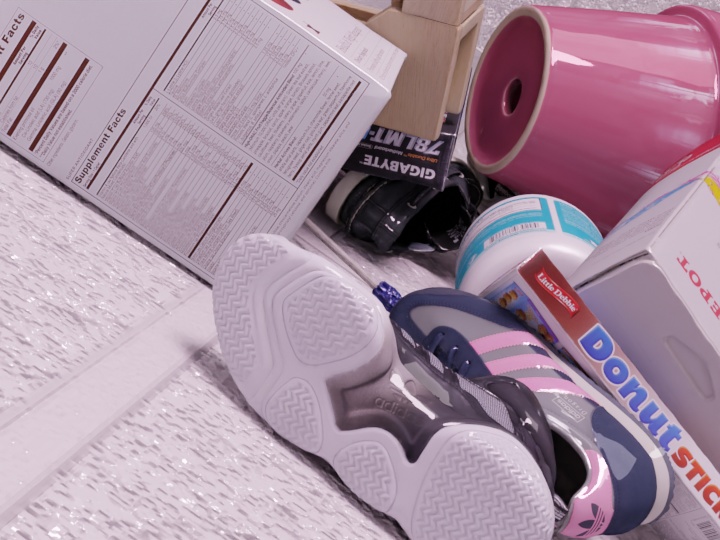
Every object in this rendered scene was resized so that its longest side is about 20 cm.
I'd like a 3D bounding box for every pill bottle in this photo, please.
[{"bbox_3d":[0.119,0.012,1.066,0.111,0.111,0.200,34,14,-4],"label":"pill bottle"}]

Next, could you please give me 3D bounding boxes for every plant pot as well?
[{"bbox_3d":[0.185,-0.113,1.174,0.178,0.201,0.200,14,20,-21],"label":"plant pot"}]

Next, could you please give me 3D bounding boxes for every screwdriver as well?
[{"bbox_3d":[0.000,0.000,0.993,0.200,0.028,0.029,44,-12,25],"label":"screwdriver"}]

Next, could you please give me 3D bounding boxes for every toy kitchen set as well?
[{"bbox_3d":[-0.008,-0.212,1.059,0.199,0.181,0.163,16,24,10],"label":"toy kitchen set"}]

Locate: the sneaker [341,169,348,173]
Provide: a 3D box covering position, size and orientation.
[{"bbox_3d":[-0.016,-0.118,1.281,0.088,0.082,0.200,2,34,-15],"label":"sneaker"}]

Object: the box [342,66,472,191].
[{"bbox_3d":[-0.022,-0.129,1.152,0.198,0.050,0.200,15,23,1],"label":"box"}]

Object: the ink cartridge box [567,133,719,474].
[{"bbox_3d":[0.220,0.017,0.958,0.148,0.086,0.200,55,43,-5],"label":"ink cartridge box"}]

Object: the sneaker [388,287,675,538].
[{"bbox_3d":[0.073,0.072,0.850,0.200,0.070,0.082,34,27,34],"label":"sneaker"}]

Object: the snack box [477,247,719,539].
[{"bbox_3d":[0.144,0.081,0.889,0.200,0.024,0.072,52,-21,2],"label":"snack box"}]

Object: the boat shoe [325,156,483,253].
[{"bbox_3d":[0.051,-0.042,1.170,0.066,0.075,0.199,42,16,21],"label":"boat shoe"}]

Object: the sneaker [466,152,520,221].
[{"bbox_3d":[0.136,-0.026,1.247,0.200,0.075,0.081,56,-11,40],"label":"sneaker"}]

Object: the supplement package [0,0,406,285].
[{"bbox_3d":[-0.097,-0.114,0.906,0.200,0.147,0.191,34,13,-5],"label":"supplement package"}]

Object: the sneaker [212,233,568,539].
[{"bbox_3d":[0.018,0.060,0.747,0.200,0.076,0.114,44,15,13],"label":"sneaker"}]
